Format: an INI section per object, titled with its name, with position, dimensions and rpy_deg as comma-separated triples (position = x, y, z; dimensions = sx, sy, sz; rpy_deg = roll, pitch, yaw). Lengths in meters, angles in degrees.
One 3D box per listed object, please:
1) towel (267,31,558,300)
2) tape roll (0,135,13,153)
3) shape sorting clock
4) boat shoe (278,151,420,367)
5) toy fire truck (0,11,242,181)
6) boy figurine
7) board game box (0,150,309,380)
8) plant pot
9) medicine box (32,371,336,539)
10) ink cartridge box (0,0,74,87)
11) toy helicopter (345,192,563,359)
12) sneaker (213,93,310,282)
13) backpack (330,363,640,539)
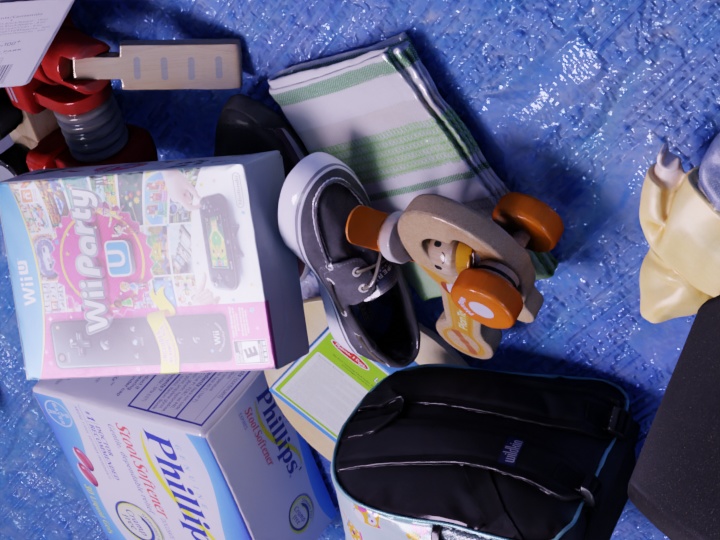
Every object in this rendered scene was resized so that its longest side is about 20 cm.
[towel]
position = 0.037, -0.068, 1.615
dimensions = 0.149, 0.031, 0.200
rpy_deg = -8, 124, 52
[tape roll]
position = -0.352, -0.114, 1.795
dimensions = 0.066, 0.200, 0.201
rpy_deg = 14, 138, 36
[shape sorting clock]
position = 0.016, 0.096, 1.802
dimensions = 0.200, 0.039, 0.200
rpy_deg = 22, 142, 19
[boat shoe]
position = 0.000, 0.000, 1.636
dimensions = 0.066, 0.070, 0.200
rpy_deg = 30, 151, 34
[toy fire truck]
position = -0.182, -0.121, 1.710
dimensions = 0.200, 0.129, 0.176
rpy_deg = 24, 144, 42
[boy figurine]
position = 0.226, -0.025, 1.431
dimensions = 0.124, 0.064, 0.200
rpy_deg = 32, 147, 6
[board game box]
position = -0.146, -0.002, 1.653
dimensions = 0.199, 0.064, 0.148
rpy_deg = -3, 101, 25
[plant pot]
position = 0.278, 0.110, 1.384
dimensions = 0.199, 0.200, 0.177
rpy_deg = 28, 172, -34
[medicine box]
position = -0.145, 0.150, 1.970
dimensions = 0.200, 0.103, 0.182
rpy_deg = 12, 136, 39
[ink cartridge box]
position = -0.263, -0.248, 1.581
dimensions = 0.176, 0.084, 0.200
rpy_deg = -47, 58, 56
[toy helicopter]
position = 0.061, 0.006, 1.587
dimensions = 0.132, 0.079, 0.200
rpy_deg = 23, 158, 15
[sneaker]
position = -0.090, -0.025, 1.694
dimensions = 0.076, 0.116, 0.200
rpy_deg = 26, 148, 26
[backpack]
position = 0.083, 0.157, 1.664
dimensions = 0.199, 0.176, 0.154
rpy_deg = 13, 136, 18
